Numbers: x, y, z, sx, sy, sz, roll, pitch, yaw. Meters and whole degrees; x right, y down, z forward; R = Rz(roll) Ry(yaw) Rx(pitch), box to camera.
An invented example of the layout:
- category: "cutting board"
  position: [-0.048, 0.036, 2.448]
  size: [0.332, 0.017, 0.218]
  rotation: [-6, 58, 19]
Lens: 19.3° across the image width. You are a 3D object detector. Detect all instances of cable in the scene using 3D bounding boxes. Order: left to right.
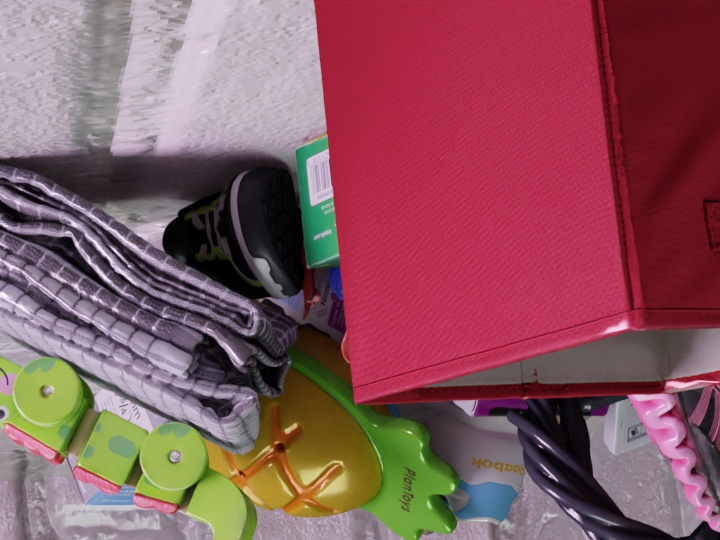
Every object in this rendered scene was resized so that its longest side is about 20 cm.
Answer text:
- category: "cable"
  position: [0.167, 0.107, 1.248]
  size: [0.051, 0.163, 0.200]
  rotation: [-56, 175, 39]

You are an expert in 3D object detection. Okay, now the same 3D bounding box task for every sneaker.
- category: "sneaker"
  position: [-0.077, -0.012, 1.253]
  size: [0.082, 0.072, 0.200]
  rotation: [-4, 170, 1]
- category: "sneaker"
  position: [0.044, 0.110, 1.378]
  size: [0.076, 0.081, 0.200]
  rotation: [11, -179, -21]
- category: "sneaker"
  position: [0.191, 0.058, 1.143]
  size: [0.095, 0.200, 0.079]
  rotation: [-30, -151, 1]

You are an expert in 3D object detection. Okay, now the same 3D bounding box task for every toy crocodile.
- category: "toy crocodile"
  position: [-0.146, 0.099, 1.201]
  size: [0.200, 0.062, 0.068]
  rotation: [27, 170, 0]

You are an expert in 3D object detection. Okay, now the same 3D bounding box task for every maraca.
- category: "maraca"
  position: [-0.027, 0.100, 1.299]
  size: [0.200, 0.107, 0.137]
  rotation: [26, 147, 20]

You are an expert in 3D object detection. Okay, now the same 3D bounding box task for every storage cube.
- category: "storage cube"
  position: [0.103, -0.051, 0.795]
  size: [0.170, 0.180, 0.200]
  rotation: [0, 168, -33]

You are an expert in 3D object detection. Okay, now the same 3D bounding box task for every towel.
- category: "towel"
  position: [-0.132, 0.019, 1.181]
  size: [0.199, 0.086, 0.166]
  rotation: [26, 171, 6]

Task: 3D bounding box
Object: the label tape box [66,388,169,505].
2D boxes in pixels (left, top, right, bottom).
- category: "label tape box"
  position: [-0.092, 0.085, 1.465]
  size: [0.144, 0.063, 0.200]
  rotation: [5, 141, -44]

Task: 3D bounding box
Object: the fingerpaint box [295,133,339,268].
- category: "fingerpaint box"
  position: [0.086, -0.051, 1.105]
  size: [0.166, 0.074, 0.200]
  rotation: [-1, 170, -31]

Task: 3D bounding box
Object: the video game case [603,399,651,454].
- category: "video game case"
  position: [0.236, 0.035, 1.452]
  size: [0.143, 0.018, 0.200]
  rotation: [-19, 139, -14]

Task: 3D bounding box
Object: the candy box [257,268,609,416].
- category: "candy box"
  position: [0.052, 0.029, 1.347]
  size: [0.200, 0.061, 0.136]
  rotation: [25, -166, 41]

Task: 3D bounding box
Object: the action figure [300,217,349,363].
- category: "action figure"
  position: [0.000, 0.000, 1.215]
  size: [0.065, 0.052, 0.200]
  rotation: [3, -155, -10]

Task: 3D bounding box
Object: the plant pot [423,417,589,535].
- category: "plant pot"
  position: [0.091, 0.081, 1.646]
  size: [0.173, 0.201, 0.200]
  rotation: [-22, 171, -3]

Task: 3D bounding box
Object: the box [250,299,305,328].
- category: "box"
  position: [-0.099, 0.029, 1.463]
  size: [0.200, 0.021, 0.163]
  rotation: [8, -177, 41]
